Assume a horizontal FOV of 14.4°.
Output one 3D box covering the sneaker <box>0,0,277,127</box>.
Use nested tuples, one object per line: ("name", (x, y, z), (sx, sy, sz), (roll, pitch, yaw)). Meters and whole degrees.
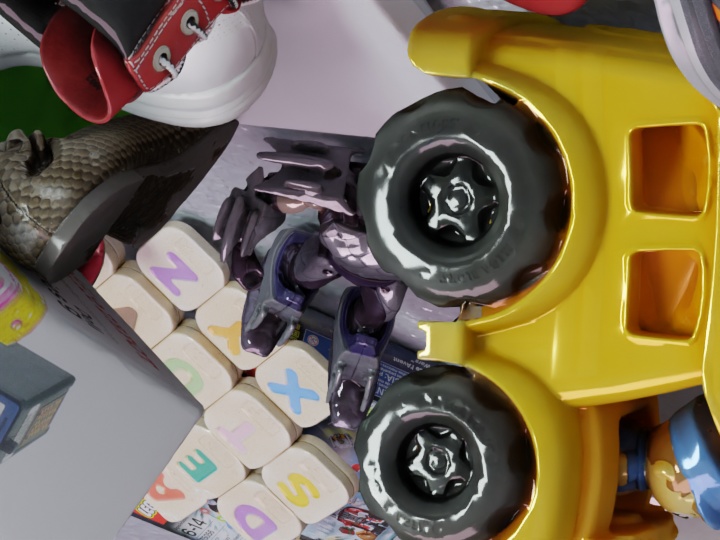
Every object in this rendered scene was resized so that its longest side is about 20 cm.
("sneaker", (-0.129, -0.105, 0.975), (0.199, 0.076, 0.089), (6, 152, 11))

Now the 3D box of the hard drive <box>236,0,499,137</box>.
("hard drive", (-0.046, -0.107, 1.021), (0.131, 0.027, 0.200), (8, 158, 31))

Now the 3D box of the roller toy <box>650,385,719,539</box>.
("roller toy", (0.154, 0.062, 1.121), (0.181, 0.140, 0.200), (-3, 151, 24))

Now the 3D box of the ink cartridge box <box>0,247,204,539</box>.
("ink cartridge box", (-0.171, 0.010, 0.988), (0.200, 0.088, 0.145), (37, -177, -31))

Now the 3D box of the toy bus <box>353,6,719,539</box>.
("toy bus", (0.106, 0.017, 0.945), (0.191, 0.201, 0.136), (5, -174, 20))

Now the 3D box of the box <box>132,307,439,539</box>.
("box", (-0.033, 0.092, 1.458), (0.136, 0.040, 0.200), (23, 145, -12))

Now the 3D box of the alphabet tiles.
("alphabet tiles", (-0.092, 0.055, 1.392), (0.200, 0.015, 0.195), (45, 143, -7))

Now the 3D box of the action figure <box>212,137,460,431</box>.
("action figure", (0.000, 0.000, 1.210), (0.130, 0.070, 0.200), (25, 158, -2))

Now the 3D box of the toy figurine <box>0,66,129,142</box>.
("toy figurine", (-0.196, -0.075, 1.159), (0.199, 0.151, 0.184), (2, -172, -35))

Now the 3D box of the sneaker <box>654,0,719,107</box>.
("sneaker", (0.137, -0.098, 0.792), (0.112, 0.078, 0.200), (7, 157, 35))

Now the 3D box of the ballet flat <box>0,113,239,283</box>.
("ballet flat", (-0.092, -0.037, 1.037), (0.046, 0.068, 0.200), (37, -164, 5))

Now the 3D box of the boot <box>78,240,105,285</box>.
("boot", (-0.183, 0.000, 1.337), (0.150, 0.073, 0.201), (0, 132, 39))

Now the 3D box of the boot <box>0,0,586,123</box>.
("boot", (-0.022, -0.090, 0.864), (0.199, 0.145, 0.072), (25, 158, -22))
